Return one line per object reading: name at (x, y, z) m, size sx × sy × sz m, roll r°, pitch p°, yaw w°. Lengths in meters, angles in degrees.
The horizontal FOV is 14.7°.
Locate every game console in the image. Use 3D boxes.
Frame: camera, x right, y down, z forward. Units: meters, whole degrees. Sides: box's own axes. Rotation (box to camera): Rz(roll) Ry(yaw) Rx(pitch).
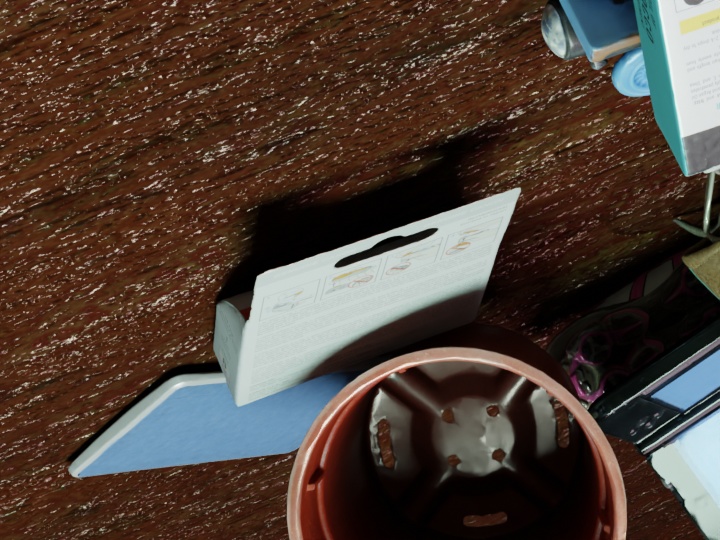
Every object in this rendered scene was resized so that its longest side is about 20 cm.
game console at (0.274, 0.091, 1.828) m, size 0.200 × 0.117 × 0.176 m, roll -36°, pitch 161°, yaw 13°

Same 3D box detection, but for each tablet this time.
tablet at (-0.080, 0.092, 1.797) m, size 0.199 × 0.014 × 0.130 m, roll -3°, pitch 152°, yaw -45°

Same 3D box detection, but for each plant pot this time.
plant pot at (0.064, 0.124, 1.724) m, size 0.200 × 0.201 × 0.195 m, roll -27°, pitch -172°, yaw 10°

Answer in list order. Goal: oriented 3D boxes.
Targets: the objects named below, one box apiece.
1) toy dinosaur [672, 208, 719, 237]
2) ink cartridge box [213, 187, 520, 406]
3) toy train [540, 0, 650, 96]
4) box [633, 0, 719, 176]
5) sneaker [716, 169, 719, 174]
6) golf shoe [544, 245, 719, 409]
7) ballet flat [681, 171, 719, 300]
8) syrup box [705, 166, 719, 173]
toy dinosaur at (0.283, -0.055, 1.756) m, size 0.199 × 0.077 × 0.102 m, roll 4°, pitch -178°, yaw 29°
ink cartridge box at (0.000, 0.000, 1.603) m, size 0.162 × 0.057 × 0.200 m, roll -19°, pitch 156°, yaw -13°
toy train at (0.182, -0.159, 1.350) m, size 0.199 × 0.087 × 0.114 m, roll -18°, pitch 151°, yaw -10°
box at (0.164, -0.143, 1.262) m, size 0.082 × 0.049 × 0.201 m, roll -18°, pitch 130°, yaw -3°
sneaker at (0.307, -0.084, 1.673) m, size 0.199 × 0.089 × 0.077 m, roll -28°, pitch 160°, yaw 11°
golf shoe at (0.210, 0.024, 1.900) m, size 0.199 × 0.073 × 0.092 m, roll -26°, pitch -167°, yaw -9°
ballet flat at (0.244, -0.075, 1.619) m, size 0.068 × 0.072 × 0.201 m, roll -63°, pitch 178°, yaw -79°
syrup box at (0.255, -0.135, 1.493) m, size 0.199 × 0.079 × 0.081 m, roll -24°, pitch 161°, yaw 1°
